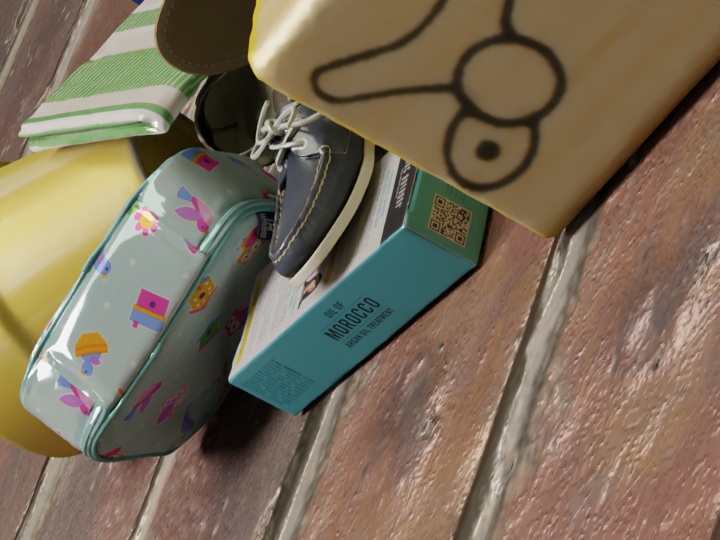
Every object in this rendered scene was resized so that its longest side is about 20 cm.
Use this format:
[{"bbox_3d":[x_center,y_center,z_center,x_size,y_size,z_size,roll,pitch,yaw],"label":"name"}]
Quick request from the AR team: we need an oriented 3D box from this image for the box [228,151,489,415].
[{"bbox_3d":[0.000,0.000,1.605,0.200,0.049,0.082,-41,28,48],"label":"box"}]

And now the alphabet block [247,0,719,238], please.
[{"bbox_3d":[0.079,-0.175,1.418,0.200,0.195,0.197,-48,22,35],"label":"alphabet block"}]

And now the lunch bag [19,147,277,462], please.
[{"bbox_3d":[-0.107,0.021,1.736,0.200,0.077,0.160,-56,-21,11],"label":"lunch bag"}]

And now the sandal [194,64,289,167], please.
[{"bbox_3d":[-0.075,-0.103,1.795,0.201,0.057,0.080,171,82,-74],"label":"sandal"}]

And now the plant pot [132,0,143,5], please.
[{"bbox_3d":[-0.108,-0.298,2.084,0.180,0.200,0.200,1,64,63],"label":"plant pot"}]

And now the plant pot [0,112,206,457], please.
[{"bbox_3d":[-0.175,-0.007,1.887,0.189,0.201,0.201,-35,29,25],"label":"plant pot"}]

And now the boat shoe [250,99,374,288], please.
[{"bbox_3d":[-0.023,-0.080,1.605,0.075,0.062,0.200,-33,31,50],"label":"boat shoe"}]

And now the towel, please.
[{"bbox_3d":[-0.117,-0.150,1.838,0.152,0.023,0.200,-5,36,48],"label":"towel"}]

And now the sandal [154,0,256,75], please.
[{"bbox_3d":[-0.055,-0.202,1.777,0.212,0.078,0.070,-53,12,-10],"label":"sandal"}]
